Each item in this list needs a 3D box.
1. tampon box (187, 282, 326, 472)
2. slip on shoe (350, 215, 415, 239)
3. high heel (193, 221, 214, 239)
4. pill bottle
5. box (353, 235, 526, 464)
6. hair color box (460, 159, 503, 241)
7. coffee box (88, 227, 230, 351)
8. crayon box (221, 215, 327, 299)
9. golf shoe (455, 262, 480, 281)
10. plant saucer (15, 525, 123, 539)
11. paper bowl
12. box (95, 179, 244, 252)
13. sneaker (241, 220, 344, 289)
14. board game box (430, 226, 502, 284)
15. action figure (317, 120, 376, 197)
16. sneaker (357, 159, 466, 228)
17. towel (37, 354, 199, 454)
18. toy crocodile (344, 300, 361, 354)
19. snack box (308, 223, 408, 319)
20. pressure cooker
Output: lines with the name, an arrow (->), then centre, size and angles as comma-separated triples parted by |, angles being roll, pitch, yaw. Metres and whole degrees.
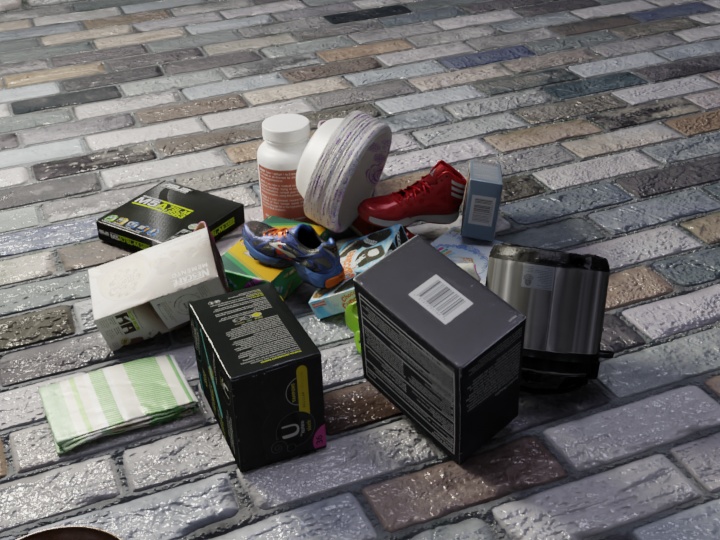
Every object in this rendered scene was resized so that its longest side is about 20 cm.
tampon box -> -0.137, 0.136, 1.375 | 0.124, 0.152, 0.200 | -14, 32, -19
slip on shoe -> 0.040, -0.079, 1.822 | 0.073, 0.062, 0.200 | -18, 35, -29
high heel -> -0.276, 0.006, 1.659 | 0.066, 0.097, 0.201 | 6, 31, 13
pill bottle -> -0.127, -0.170, 1.847 | 0.110, 0.203, 0.113 | -1, 30, 1
box -> 0.100, 0.100, 1.326 | 0.122, 0.200, 0.200 | -33, 52, -25
hair color box -> 0.211, -0.125, 1.799 | 0.060, 0.101, 0.200 | 9, 16, 4
coffee box -> -0.305, 0.028, 1.575 | 0.197, 0.080, 0.114 | -19, 48, -1
crayon box -> -0.149, -0.016, 1.725 | 0.117, 0.059, 0.200 | 13, 33, 22
golf shoe -> 0.129, 0.044, 1.500 | 0.090, 0.200, 0.076 | -15, 72, -4
plant saucer -> -0.334, 0.361, 1.118 | 0.197, 0.037, 0.201 | -1, 30, 0
paper bowl -> -0.035, -0.175, 1.751 | 0.103, 0.203, 0.201 | 29, 38, 14
box -> -0.344, -0.090, 1.877 | 0.198, 0.048, 0.193 | 18, 38, 29
sneaker -> -0.105, -0.045, 1.639 | 0.198, 0.080, 0.075 | 21, 36, 26
board game box -> 0.179, 0.009, 1.679 | 0.198, 0.044, 0.198 | 20, 36, 33
action figure -> -0.019, -0.193, 1.949 | 0.132, 0.152, 0.200 | 1, 16, -6
sneaker -> 0.093, -0.141, 1.776 | 0.197, 0.117, 0.079 | -7, 42, -29
towel -> -0.338, 0.180, 1.442 | 0.197, 0.024, 0.153 | -16, 32, -20
toy crocodile -> 0.046, 0.107, 1.504 | 0.067, 0.063, 0.200 | -18, 34, -25
snack box -> 0.000, 0.000, 1.670 | 0.115, 0.037, 0.201 | -18, 23, 26
pressure cooker -> 0.249, 0.070, 1.435 | 0.176, 0.204, 0.175 | 5, 2, -32
